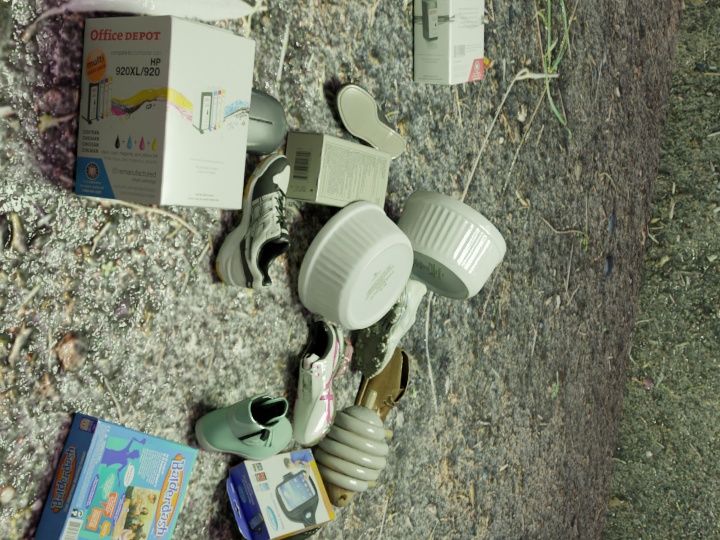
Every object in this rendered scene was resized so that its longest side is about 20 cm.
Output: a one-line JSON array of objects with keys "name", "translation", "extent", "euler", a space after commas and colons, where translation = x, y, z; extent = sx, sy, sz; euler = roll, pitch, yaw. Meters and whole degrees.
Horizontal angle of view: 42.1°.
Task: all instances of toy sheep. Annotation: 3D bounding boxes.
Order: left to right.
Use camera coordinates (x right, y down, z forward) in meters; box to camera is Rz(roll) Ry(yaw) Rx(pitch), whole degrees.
[{"name": "toy sheep", "translation": [-0.012, 0.297, 1.570], "extent": [0.137, 0.136, 0.204], "euler": [25, 80, -57]}]

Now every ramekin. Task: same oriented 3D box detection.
[{"name": "ramekin", "translation": [0.000, 0.000, 1.486], "extent": [0.201, 0.094, 0.205], "euler": [-37, 146, -30]}, {"name": "ramekin", "translation": [0.144, -0.036, 1.625], "extent": [0.106, 0.198, 0.201], "euler": [-59, 143, -16]}]

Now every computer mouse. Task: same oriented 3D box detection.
[{"name": "computer mouse", "translation": [-0.158, -0.201, 1.284], "extent": [0.199, 0.052, 0.142], "euler": [-6, 101, -58]}]

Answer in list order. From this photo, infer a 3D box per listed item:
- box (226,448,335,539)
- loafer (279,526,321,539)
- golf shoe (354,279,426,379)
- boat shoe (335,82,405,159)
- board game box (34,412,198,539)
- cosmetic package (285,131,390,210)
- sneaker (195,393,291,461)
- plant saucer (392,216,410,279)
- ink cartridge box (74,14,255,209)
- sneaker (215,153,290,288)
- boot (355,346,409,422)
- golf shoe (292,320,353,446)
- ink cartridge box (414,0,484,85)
[{"name": "box", "translation": [-0.123, 0.344, 1.428], "extent": [0.199, 0.041, 0.121], "euler": [7, 56, -60]}, {"name": "loafer", "translation": [-0.129, 0.416, 1.475], "extent": [0.071, 0.073, 0.199], "euler": [-45, 168, 24]}, {"name": "golf shoe", "translation": [0.058, 0.103, 1.625], "extent": [0.096, 0.078, 0.202], "euler": [-6, 131, -43]}, {"name": "boat shoe", "translation": [0.007, -0.253, 1.554], "extent": [0.067, 0.057, 0.200], "euler": [-43, 141, 6]}, {"name": "board game box", "translation": [-0.299, 0.276, 1.172], "extent": [0.200, 0.044, 0.155], "euler": [37, 65, -55]}, {"name": "cosmetic package", "translation": [-0.036, -0.152, 1.477], "extent": [0.199, 0.072, 0.106], "euler": [6, 92, -59]}, {"name": "sneaker", "translation": [-0.132, 0.225, 1.353], "extent": [0.199, 0.117, 0.075], "euler": [15, 56, -58]}, {"name": "plant saucer", "translation": [0.054, 0.003, 1.696], "extent": [0.199, 0.035, 0.205], "euler": [-19, 112, -56]}, {"name": "ink cartridge box", "translation": [-0.227, -0.181, 1.087], "extent": [0.144, 0.145, 0.205], "euler": [-3, 99, -58]}, {"name": "sneaker", "translation": [-0.127, -0.066, 1.322], "extent": [0.076, 0.086, 0.204], "euler": [41, 65, -62]}, {"name": "boot", "translation": [0.039, 0.234, 1.690], "extent": [0.073, 0.074, 0.205], "euler": [8, 91, -60]}, {"name": "golf shoe", "translation": [-0.076, 0.179, 1.496], "extent": [0.092, 0.071, 0.203], "euler": [48, 47, -44]}, {"name": "ink cartridge box", "translation": [0.164, -0.453, 1.725], "extent": [0.145, 0.083, 0.205], "euler": [-23, 118, -54]}]
